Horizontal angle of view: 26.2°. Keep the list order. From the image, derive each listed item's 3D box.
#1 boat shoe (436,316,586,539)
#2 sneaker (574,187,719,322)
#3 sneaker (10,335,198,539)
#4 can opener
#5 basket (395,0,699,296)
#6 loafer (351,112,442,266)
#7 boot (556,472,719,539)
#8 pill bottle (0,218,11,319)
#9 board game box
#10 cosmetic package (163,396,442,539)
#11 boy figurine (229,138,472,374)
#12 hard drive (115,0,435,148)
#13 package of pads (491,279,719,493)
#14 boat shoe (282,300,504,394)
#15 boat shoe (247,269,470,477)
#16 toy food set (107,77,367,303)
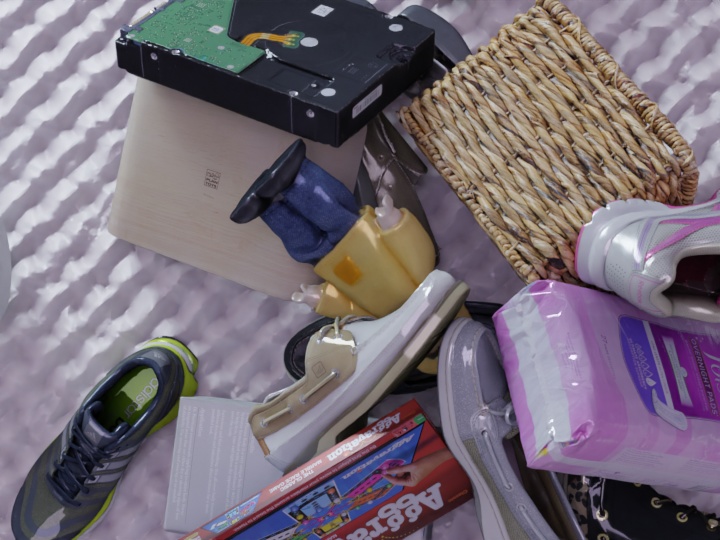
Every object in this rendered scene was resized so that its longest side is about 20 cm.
[{"bbox_3d":[0.106,0.124,1.077,0.065,0.074,0.202,-9,106,28],"label":"boat shoe"},{"bbox_3d":[0.247,-0.008,1.019,0.200,0.088,0.081,-15,127,-14],"label":"sneaker"},{"bbox_3d":[-0.207,0.133,1.196,0.074,0.081,0.200,35,89,10],"label":"sneaker"},{"bbox_3d":[0.001,-0.205,1.230,0.200,0.053,0.067,40,58,10],"label":"can opener"},{"bbox_3d":[0.150,-0.071,1.132,0.149,0.143,0.200,-39,57,4],"label":"basket"},{"bbox_3d":[0.010,-0.077,1.204,0.070,0.075,0.200,-12,82,-25],"label":"loafer"},{"bbox_3d":[0.215,0.165,1.145,0.153,0.073,0.204,10,91,6],"label":"boot"},{"bbox_3d":[-0.384,0.000,1.215,0.200,0.116,0.116,-3,84,7],"label":"pill bottle"},{"bbox_3d":[-0.023,0.174,1.084,0.200,0.103,0.019,-32,41,6],"label":"board game box"},{"bbox_3d":[-0.040,0.157,1.172,0.200,0.090,0.107,8,86,5],"label":"cosmetic package"},{"bbox_3d":[0.000,0.000,1.115,0.200,0.064,0.124,44,127,-11],"label":"boy figurine"},{"bbox_3d":[-0.063,-0.164,1.154,0.200,0.038,0.140,22,43,23],"label":"hard drive"},{"bbox_3d":[0.188,0.083,1.056,0.076,0.200,0.121,-37,52,42],"label":"package of pads"},{"bbox_3d":[0.035,0.057,1.180,0.199,0.066,0.075,0,83,7],"label":"boat shoe"},{"bbox_3d":[-0.007,0.066,1.073,0.068,0.075,0.200,45,112,9],"label":"boat shoe"},{"bbox_3d":[-0.099,-0.073,1.192,0.200,0.060,0.144,19,104,21],"label":"toy food set"}]
